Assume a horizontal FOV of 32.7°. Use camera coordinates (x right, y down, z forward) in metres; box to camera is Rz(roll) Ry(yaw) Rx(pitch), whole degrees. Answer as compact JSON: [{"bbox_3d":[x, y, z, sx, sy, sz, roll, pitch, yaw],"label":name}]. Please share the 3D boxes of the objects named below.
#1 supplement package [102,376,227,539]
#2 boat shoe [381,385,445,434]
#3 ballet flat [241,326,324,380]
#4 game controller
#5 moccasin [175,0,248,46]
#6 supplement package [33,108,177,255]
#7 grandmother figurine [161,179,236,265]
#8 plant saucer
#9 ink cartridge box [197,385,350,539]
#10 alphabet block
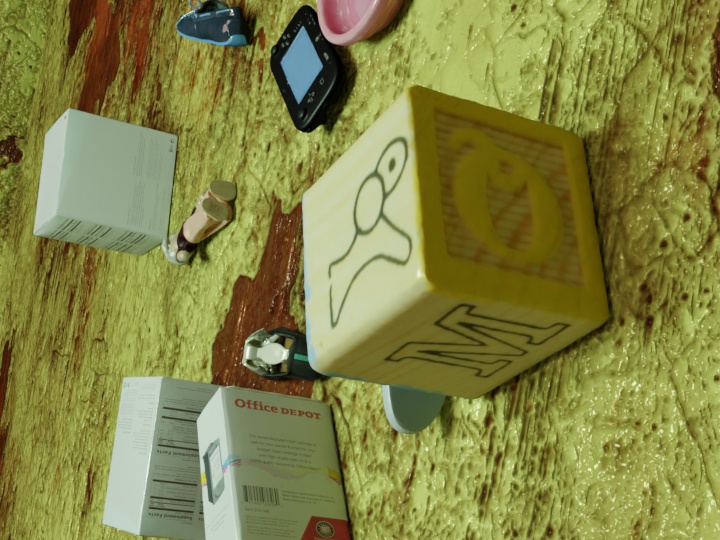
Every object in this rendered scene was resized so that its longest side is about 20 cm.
[{"bbox_3d":[-0.239,0.252,1.639,0.151,0.149,0.202,-9,71,60],"label":"supplement package"},{"bbox_3d":[0.042,0.080,1.269,0.091,0.070,0.202,-35,43,54],"label":"boat shoe"},{"bbox_3d":[-0.105,0.101,1.531,0.199,0.068,0.069,-10,72,61],"label":"ballet flat"},{"bbox_3d":[-0.071,-0.269,1.621,0.105,0.042,0.201,-62,32,30],"label":"game controller"},{"bbox_3d":[-0.229,-0.400,1.958,0.199,0.080,0.069,21,113,49],"label":"moccasin"},{"bbox_3d":[-0.441,-0.148,2.122,0.147,0.198,0.193,-23,59,57],"label":"supplement package"},{"bbox_3d":[-0.256,-0.061,1.899,0.200,0.060,0.122,-41,18,54],"label":"grandmother figurine"},{"bbox_3d":[0.012,-0.372,1.507,0.200,0.050,0.202,-34,50,54],"label":"plant saucer"},{"bbox_3d":[-0.100,0.245,1.384,0.086,0.146,0.201,-51,37,39],"label":"ink cartridge box"},{"bbox_3d":[0.077,-0.016,1.096,0.200,0.195,0.197,-39,49,51],"label":"alphabet block"}]
